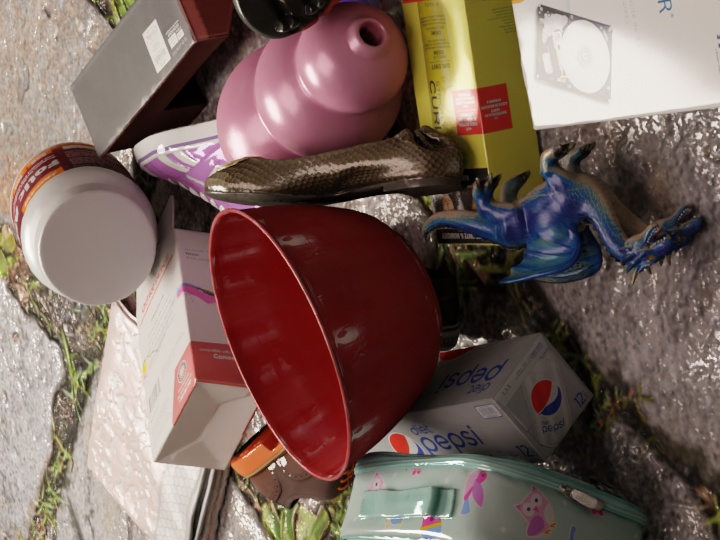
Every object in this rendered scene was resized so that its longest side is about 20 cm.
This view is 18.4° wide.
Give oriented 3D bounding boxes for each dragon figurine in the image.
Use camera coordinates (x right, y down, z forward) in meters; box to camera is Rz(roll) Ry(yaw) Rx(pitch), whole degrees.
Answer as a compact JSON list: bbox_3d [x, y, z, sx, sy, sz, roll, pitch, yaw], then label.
[{"bbox_3d":[0.120,-0.021,1.444,0.200,0.059,0.100,-22,81,30],"label":"dragon figurine"}]

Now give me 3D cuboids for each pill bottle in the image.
[{"bbox_3d":[-0.233,-0.039,1.877,0.200,0.114,0.115,-138,42,-72],"label":"pill bottle"}]

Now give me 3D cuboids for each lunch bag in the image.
[{"bbox_3d":[0.087,0.172,1.513,0.200,0.160,0.077,-11,59,57],"label":"lunch bag"}]

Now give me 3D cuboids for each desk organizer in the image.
[{"bbox_3d":[-0.156,-0.173,1.814,0.200,0.077,0.072,-42,67,52],"label":"desk organizer"}]

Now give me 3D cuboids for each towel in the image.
[{"bbox_3d":[-0.183,0.151,2.000,0.191,0.032,0.200,44,133,38],"label":"towel"}]

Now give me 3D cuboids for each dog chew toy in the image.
[{"bbox_3d":[-0.027,-0.126,1.595,0.125,0.124,0.200,68,153,12],"label":"dog chew toy"}]

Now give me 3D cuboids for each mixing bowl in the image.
[{"bbox_3d":[-0.013,0.033,1.544,0.200,0.108,0.200,51,154,37],"label":"mixing bowl"}]

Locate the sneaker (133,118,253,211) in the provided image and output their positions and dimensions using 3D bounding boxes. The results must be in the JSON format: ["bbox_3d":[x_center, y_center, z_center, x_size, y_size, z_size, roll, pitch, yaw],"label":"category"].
[{"bbox_3d":[-0.113,-0.066,1.797,0.200,0.073,0.115,-5,100,55],"label":"sneaker"}]

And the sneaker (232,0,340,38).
[{"bbox_3d":[-0.003,-0.234,1.518,0.071,0.200,0.098,56,-179,-17],"label":"sneaker"}]

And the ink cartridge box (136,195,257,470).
[{"bbox_3d":[-0.134,0.048,1.834,0.117,0.067,0.200,120,149,-44],"label":"ink cartridge box"}]

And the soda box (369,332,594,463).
[{"bbox_3d":[0.070,0.099,1.580,0.063,0.068,0.200,49,150,-17],"label":"soda box"}]

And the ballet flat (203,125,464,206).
[{"bbox_3d":[-0.020,-0.071,1.542,0.200,0.067,0.047,-4,84,30],"label":"ballet flat"}]

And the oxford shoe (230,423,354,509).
[{"bbox_3d":[-0.021,0.135,1.756,0.073,0.071,0.200,48,142,-7],"label":"oxford shoe"}]

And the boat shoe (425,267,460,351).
[{"bbox_3d":[0.000,0.000,1.664,0.200,0.070,0.066,27,116,47],"label":"boat shoe"}]

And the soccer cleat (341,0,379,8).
[{"bbox_3d":[-0.051,-0.249,1.659,0.200,0.067,0.077,42,126,42],"label":"soccer cleat"}]

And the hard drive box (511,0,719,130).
[{"bbox_3d":[0.182,-0.174,1.344,0.200,0.077,0.156,-4,98,54],"label":"hard drive box"}]

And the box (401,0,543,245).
[{"bbox_3d":[0.077,-0.119,1.529,0.075,0.050,0.201,3,103,55],"label":"box"}]
